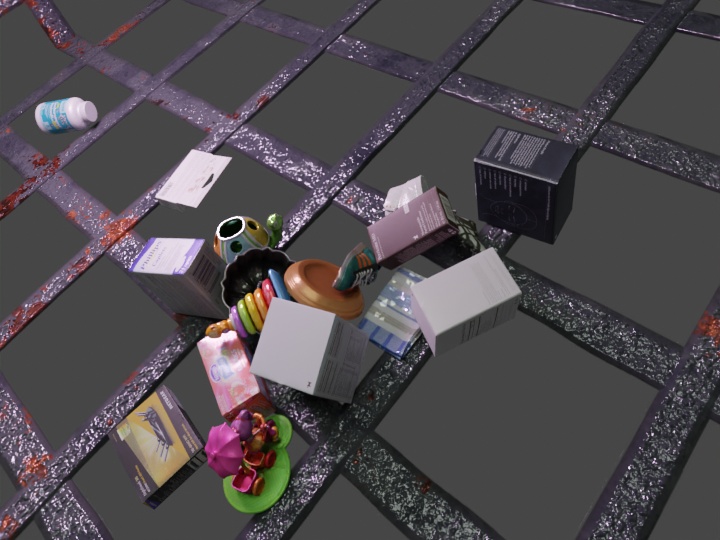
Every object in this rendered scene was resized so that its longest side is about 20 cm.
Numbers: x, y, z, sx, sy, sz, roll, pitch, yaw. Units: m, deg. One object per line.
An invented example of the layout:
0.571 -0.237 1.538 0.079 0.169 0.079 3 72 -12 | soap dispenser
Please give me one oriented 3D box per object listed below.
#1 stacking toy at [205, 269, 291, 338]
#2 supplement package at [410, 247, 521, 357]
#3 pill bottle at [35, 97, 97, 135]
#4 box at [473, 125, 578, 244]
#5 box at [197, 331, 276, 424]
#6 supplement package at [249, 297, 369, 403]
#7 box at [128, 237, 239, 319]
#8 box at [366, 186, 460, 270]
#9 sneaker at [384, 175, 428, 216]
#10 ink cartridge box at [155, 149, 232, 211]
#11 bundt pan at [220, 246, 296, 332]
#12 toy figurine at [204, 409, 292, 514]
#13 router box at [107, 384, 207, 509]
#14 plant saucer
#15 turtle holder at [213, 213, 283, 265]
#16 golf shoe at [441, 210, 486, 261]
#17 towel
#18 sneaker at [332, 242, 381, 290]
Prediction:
-0.242 0.099 1.217 0.195 0.117 0.111 -24 60 -8 | stacking toy
0.215 0.067 1.175 0.195 0.121 0.123 -24 61 -6 | supplement package
-1.049 -0.556 2.022 0.193 0.112 0.113 -6 53 13 | pill bottle
0.372 -0.192 1.277 0.193 0.202 0.125 25 63 30 | box
-0.272 0.231 1.232 0.093 0.104 0.202 -29 53 -6 | box
-0.095 0.165 1.140 0.148 0.200 0.155 13 78 24 | supplement package
-0.414 0.018 1.357 0.195 0.185 0.107 3 55 30 | box
0.119 -0.095 1.297 0.197 0.074 0.103 -31 63 27 | box
0.117 -0.130 1.403 0.113 0.074 0.205 -16 57 26 | sneaker
-0.490 -0.265 1.688 0.172 0.045 0.203 15 62 26 | ink cartridge box
-0.230 0.053 1.329 0.195 0.076 0.208 5 67 -12 | bundt pan
-0.219 0.339 1.087 0.146 0.186 0.203 12 58 24 | toy figurine
-0.432 0.373 1.210 0.157 0.053 0.199 -41 54 -14 | router box
-0.076 0.035 1.274 0.195 0.038 0.202 22 27 -11 | plant saucer
-0.286 -0.067 1.430 0.179 0.133 0.144 -2 53 15 | turtle holder
0.252 -0.074 1.309 0.093 0.079 0.200 -32 61 -24 | golf shoe
0.092 0.090 1.273 0.145 0.024 0.201 26 67 31 | towel
0.000 0.000 1.287 0.079 0.072 0.200 32 30 4 | sneaker
